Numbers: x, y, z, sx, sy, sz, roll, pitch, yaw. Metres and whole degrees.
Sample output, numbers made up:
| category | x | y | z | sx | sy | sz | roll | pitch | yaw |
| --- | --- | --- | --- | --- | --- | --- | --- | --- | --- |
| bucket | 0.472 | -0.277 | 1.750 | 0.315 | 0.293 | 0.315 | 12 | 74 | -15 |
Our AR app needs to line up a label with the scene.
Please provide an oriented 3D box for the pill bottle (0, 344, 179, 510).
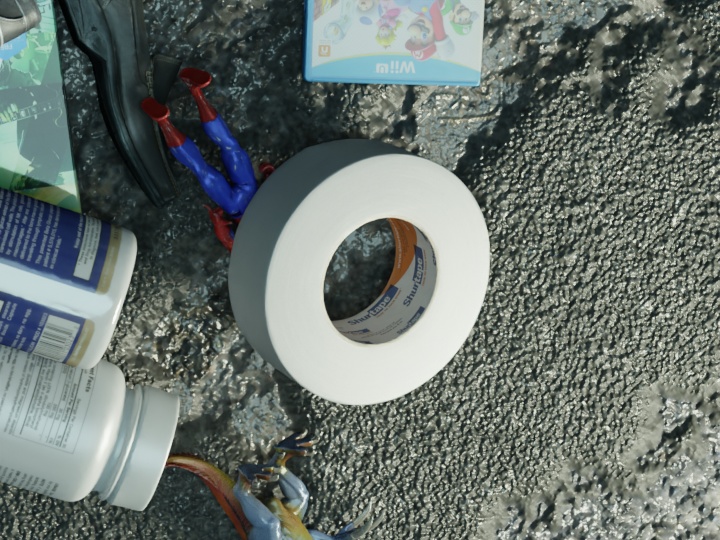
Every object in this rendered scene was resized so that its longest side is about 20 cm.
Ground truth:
| category | x | y | z | sx | sy | sz | roll | pitch | yaw |
| --- | --- | --- | --- | --- | --- | --- | --- | --- | --- |
| pill bottle | -0.248 | 0.111 | 1.424 | 0.200 | 0.113 | 0.113 | 20 | 97 | -13 |

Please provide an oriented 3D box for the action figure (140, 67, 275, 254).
| category | x | y | z | sx | sy | sz | roll | pitch | yaw |
| --- | --- | --- | --- | --- | --- | --- | --- | --- | --- |
| action figure | -0.096 | -0.062 | 1.428 | 0.065 | 0.052 | 0.200 | -44 | 132 | -16 |

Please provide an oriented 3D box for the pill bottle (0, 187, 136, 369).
| category | x | y | z | sx | sy | sz | roll | pitch | yaw |
| --- | --- | --- | --- | --- | --- | --- | --- | --- | --- |
| pill bottle | -0.275 | -0.007 | 1.363 | 0.200 | 0.111 | 0.111 | 19 | 97 | -14 |

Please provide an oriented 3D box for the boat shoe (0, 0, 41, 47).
| category | x | y | z | sx | sy | sz | roll | pitch | yaw |
| --- | --- | --- | --- | --- | --- | --- | --- | --- | --- |
| boat shoe | -0.304 | -0.250 | 1.356 | 0.068 | 0.072 | 0.200 | -31 | 78 | -26 |

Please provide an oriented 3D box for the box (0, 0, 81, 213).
| category | x | y | z | sx | sy | sz | roll | pitch | yaw |
| --- | --- | --- | --- | --- | --- | --- | --- | --- | --- |
| box | -0.294 | -0.117 | 1.413 | 0.144 | 0.036 | 0.200 | -8 | 103 | -8 |

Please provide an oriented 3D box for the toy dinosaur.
| category | x | y | z | sx | sy | sz | roll | pitch | yaw |
| --- | --- | --- | --- | --- | --- | --- | --- | --- | --- |
| toy dinosaur | -0.050 | 0.225 | 1.520 | 0.200 | 0.105 | 0.182 | 5 | 117 | 26 |

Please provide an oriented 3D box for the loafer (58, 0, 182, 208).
| category | x | y | z | sx | sy | sz | roll | pitch | yaw |
| --- | --- | --- | --- | --- | --- | --- | --- | --- | --- |
| loafer | -0.168 | -0.147 | 1.413 | 0.072 | 0.073 | 0.200 | -21 | 105 | -10 |

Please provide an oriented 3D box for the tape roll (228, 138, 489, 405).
| category | x | y | z | sx | sy | sz | roll | pitch | yaw |
| --- | --- | --- | --- | --- | --- | --- | --- | --- | --- |
| tape roll | 0.000 | 0.000 | 1.438 | 0.200 | 0.066 | 0.200 | -10 | 111 | -29 |

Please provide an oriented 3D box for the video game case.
| category | x | y | z | sx | sy | sz | roll | pitch | yaw |
| --- | --- | --- | --- | --- | --- | --- | --- | --- | --- |
| video game case | 0.029 | -0.247 | 1.454 | 0.143 | 0.018 | 0.200 | 0 | 101 | -11 |
